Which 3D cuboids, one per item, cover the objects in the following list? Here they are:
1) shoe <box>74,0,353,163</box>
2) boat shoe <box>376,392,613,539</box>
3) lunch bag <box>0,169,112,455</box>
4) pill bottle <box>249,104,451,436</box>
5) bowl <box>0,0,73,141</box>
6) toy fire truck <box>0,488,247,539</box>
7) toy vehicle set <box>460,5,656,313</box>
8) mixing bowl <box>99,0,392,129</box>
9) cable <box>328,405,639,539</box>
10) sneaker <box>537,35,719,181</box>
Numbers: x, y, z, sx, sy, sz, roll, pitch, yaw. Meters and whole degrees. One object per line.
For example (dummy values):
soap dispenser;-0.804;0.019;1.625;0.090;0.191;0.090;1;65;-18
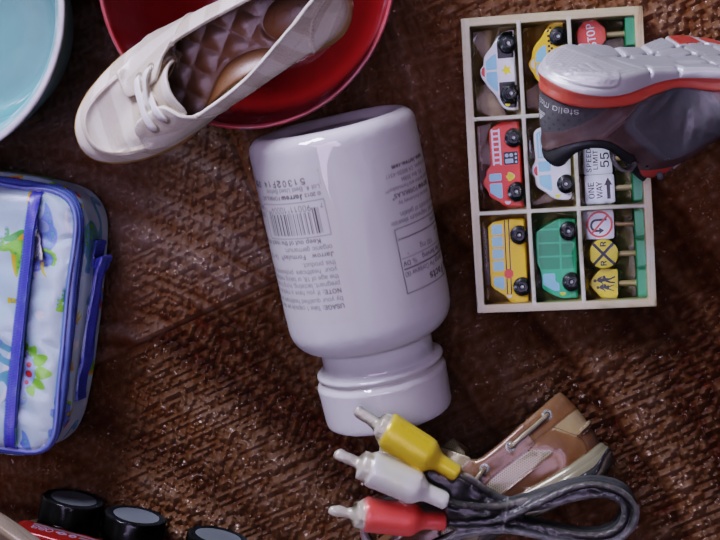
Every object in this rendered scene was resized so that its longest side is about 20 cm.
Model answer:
shoe;-0.098;-0.130;0.798;0.198;0.053;0.071;-29;88;10
boat shoe;0.074;0.152;0.887;0.198;0.076;0.075;-30;82;1
lunch bag;-0.266;0.027;0.930;0.158;0.082;0.203;10;95;6
pill bottle;0.000;0.000;0.861;0.113;0.114;0.203;-10;102;10
bowl;-0.283;-0.176;0.910;0.198;0.105;0.204;1;93;10
toy fire truck;-0.174;0.212;0.861;0.173;0.200;0.131;13;95;9
toy vehicle set;0.136;-0.074;0.884;0.122;0.027;0.203;-3;92;9
mixing bowl;-0.065;-0.195;0.871;0.197;0.108;0.204;1;94;10
cable;0.076;0.157;0.823;0.197;0.050;0.099;16;97;6
sneaker;0.199;-0.102;0.838;0.197;0.077;0.083;-2;119;-16
